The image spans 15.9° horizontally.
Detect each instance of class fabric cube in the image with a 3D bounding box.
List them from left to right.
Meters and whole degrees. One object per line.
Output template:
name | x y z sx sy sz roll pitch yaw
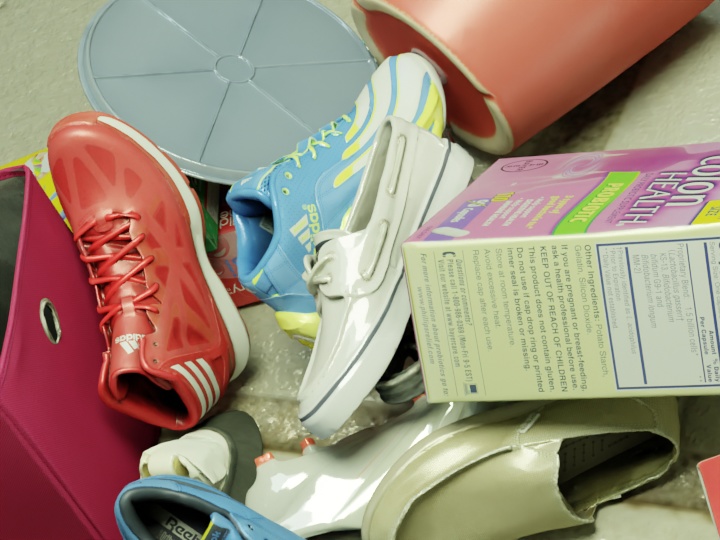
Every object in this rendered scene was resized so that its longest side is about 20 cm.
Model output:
fabric cube | -0.251 0.090 1.580 0.200 0.199 0.196 -16 42 17

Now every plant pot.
plant pot | 0.102 -0.184 1.648 0.177 0.200 0.200 -45 43 -11

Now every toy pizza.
toy pizza | -0.084 -0.119 1.659 0.200 0.032 0.200 8 45 -8

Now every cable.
cable | 0.020 0.028 1.548 0.097 0.050 0.200 -21 13 19

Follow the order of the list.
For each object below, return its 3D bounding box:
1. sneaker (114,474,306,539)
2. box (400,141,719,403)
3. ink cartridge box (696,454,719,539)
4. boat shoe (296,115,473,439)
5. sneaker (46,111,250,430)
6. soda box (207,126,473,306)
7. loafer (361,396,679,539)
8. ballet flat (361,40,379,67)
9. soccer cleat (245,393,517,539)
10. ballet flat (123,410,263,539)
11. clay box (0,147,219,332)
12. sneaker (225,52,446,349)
sneaker | -0.050 0.173 1.427 0.200 0.078 0.066 26 84 15
box | 0.149 -0.002 1.448 0.200 0.097 0.176 -2 17 23
ink cartridge box | 0.286 0.130 1.265 0.200 0.144 0.084 -22 43 11
boat shoe | 0.000 0.000 1.490 0.200 0.066 0.072 -64 14 -18
sneaker | -0.135 0.006 1.553 0.078 0.200 0.116 -26 19 22
soda box | -0.030 -0.035 1.670 0.200 0.070 0.063 -16 43 16
loafer | 0.093 0.116 1.445 0.200 0.076 0.068 -31 35 -1
ballet flat | 0.007 -0.115 1.746 0.064 0.067 0.200 39 74 19
soccer cleat | 0.031 0.115 1.500 0.200 0.069 0.078 -24 71 -2
ballet flat | -0.104 0.148 1.534 0.068 0.068 0.200 -10 45 24
clay box | -0.188 -0.033 1.678 0.200 0.048 0.115 -21 42 19
sneaker | -0.017 -0.057 1.556 0.076 0.105 0.200 -8 59 49
